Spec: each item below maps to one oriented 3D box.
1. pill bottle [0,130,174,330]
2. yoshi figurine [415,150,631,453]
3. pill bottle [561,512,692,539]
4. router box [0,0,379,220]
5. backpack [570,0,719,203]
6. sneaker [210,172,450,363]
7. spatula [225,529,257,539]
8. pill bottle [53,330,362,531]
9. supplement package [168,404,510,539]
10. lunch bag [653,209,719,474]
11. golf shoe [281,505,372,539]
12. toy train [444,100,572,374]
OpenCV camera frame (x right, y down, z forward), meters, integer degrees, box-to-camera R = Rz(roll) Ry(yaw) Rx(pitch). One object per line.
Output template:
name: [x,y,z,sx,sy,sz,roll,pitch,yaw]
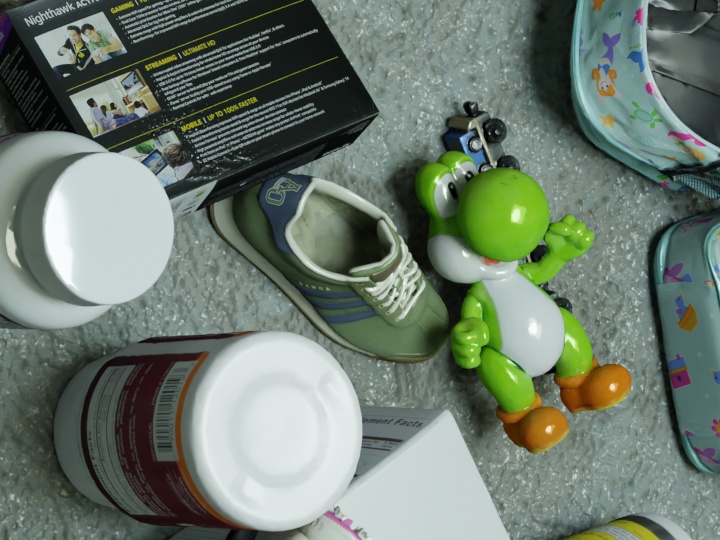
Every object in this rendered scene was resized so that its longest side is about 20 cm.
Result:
pill bottle: [-0.191,-0.022,1.541,0.112,0.200,0.113,1,89,-36]
yoshi figurine: [0.104,0.013,1.788,0.200,0.112,0.112,62,21,-11]
pill bottle: [0.133,0.242,1.827,0.200,0.114,0.115,-15,98,-35]
router box: [-0.107,-0.116,1.663,0.200,0.051,0.149,-24,78,-34]
backpack: [0.229,-0.147,1.877,0.200,0.150,0.178,24,69,-41]
sneaker: [0.000,0.000,1.747,0.200,0.090,0.067,37,68,-30]
spatula: [-0.058,0.119,1.676,0.021,0.056,0.200,39,38,-19]
pill bottle: [-0.096,0.095,1.605,0.114,0.200,0.115,2,86,-31]
supplement package: [-0.021,0.185,1.714,0.200,0.117,0.117,-35,108,-30]
lunch bag: [0.297,0.050,1.971,0.160,0.077,0.201,-17,99,-36]
golf shoe: [0.003,0.231,1.626,0.091,0.075,0.200,-40,112,-12]
toy train: [0.101,-0.020,1.858,0.046,0.034,0.200,-27,106,-20]
